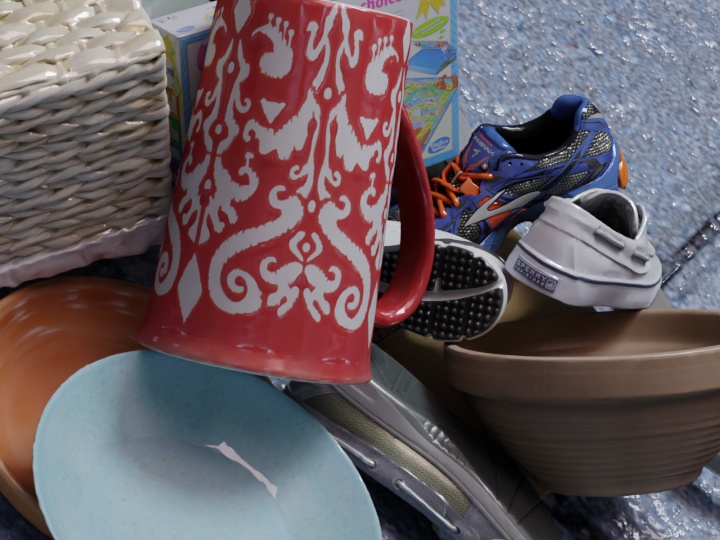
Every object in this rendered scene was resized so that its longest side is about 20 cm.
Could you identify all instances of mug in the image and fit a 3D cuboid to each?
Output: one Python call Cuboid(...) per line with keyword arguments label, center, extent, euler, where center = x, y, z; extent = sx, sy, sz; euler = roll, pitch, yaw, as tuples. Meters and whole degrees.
Cuboid(label="mug", center=(-0.036, -0.049, 1.249), extent=(0.133, 0.201, 0.177), euler=(11, 5, 16))

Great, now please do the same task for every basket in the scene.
Cuboid(label="basket", center=(-0.220, -0.109, 1.233), extent=(0.199, 0.161, 0.199), euler=(-17, 57, -20))

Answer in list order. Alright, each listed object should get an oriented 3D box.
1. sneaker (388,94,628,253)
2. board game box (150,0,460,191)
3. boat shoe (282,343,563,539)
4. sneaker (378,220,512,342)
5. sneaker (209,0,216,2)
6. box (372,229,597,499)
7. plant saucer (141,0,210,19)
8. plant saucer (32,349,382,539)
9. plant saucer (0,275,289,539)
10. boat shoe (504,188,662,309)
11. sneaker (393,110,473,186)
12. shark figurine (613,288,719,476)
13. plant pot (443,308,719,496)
Cuboid(label="sneaker", center=(0.077, -0.056, 1.447), extent=(0.200, 0.079, 0.075), euler=(-28, 42, -14))
Cuboid(label="board game box", center=(-0.029, -0.106, 1.331), extent=(0.200, 0.135, 0.034), euler=(-20, 33, -31))
Cuboid(label="boat shoe", center=(0.040, 0.122, 1.323), extent=(0.202, 0.065, 0.074), euler=(42, 18, -1))
Cuboid(label="sneaker", center=(0.000, 0.000, 1.382), extent=(0.199, 0.074, 0.080), euler=(15, 11, 15))
Cuboid(label="sneaker", center=(-0.092, -0.192, 1.298), extent=(0.200, 0.071, 0.098), euler=(34, 19, -34))
Cuboid(label="box", center=(0.096, 0.061, 1.449), extent=(0.163, 0.021, 0.200), euler=(45, 39, 11))
Cuboid(label="plant saucer", center=(-0.093, -0.145, 1.406), extent=(0.199, 0.050, 0.201), euler=(-4, 68, 9))
Cuboid(label="plant saucer", center=(-0.084, 0.131, 1.173), extent=(0.200, 0.039, 0.201), euler=(20, 40, -18))
Cuboid(label="plant saucer", center=(-0.130, 0.090, 1.242), extent=(0.200, 0.037, 0.200), euler=(21, 40, -18))
Cuboid(label="boat shoe", center=(0.155, -0.018, 1.407), extent=(0.073, 0.066, 0.200), euler=(30, 13, 16))
Cuboid(label="sneaker", center=(0.019, -0.074, 1.502), extent=(0.200, 0.099, 0.071), euler=(40, 27, -50))
Cuboid(label="shark figurine", center=(0.238, 0.087, 1.453), extent=(0.214, 0.090, 0.128), euler=(46, 41, 6))
Cuboid(label="plant pot", center=(0.152, 0.081, 1.346), extent=(0.200, 0.201, 0.093), euler=(-8, 97, -41))
